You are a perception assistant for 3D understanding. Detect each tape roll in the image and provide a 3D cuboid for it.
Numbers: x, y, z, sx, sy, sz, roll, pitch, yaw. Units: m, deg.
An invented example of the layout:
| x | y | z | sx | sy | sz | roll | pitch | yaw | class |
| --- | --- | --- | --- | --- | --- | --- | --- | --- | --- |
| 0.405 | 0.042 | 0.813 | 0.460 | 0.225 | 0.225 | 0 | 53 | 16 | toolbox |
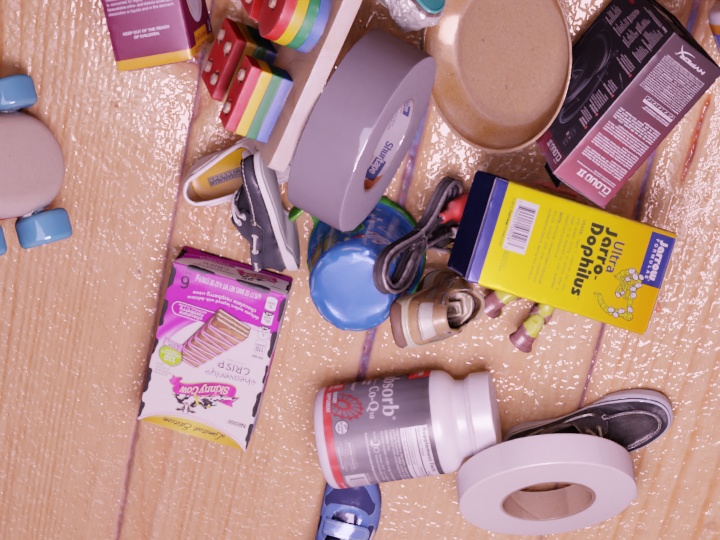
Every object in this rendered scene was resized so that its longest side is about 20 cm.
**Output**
| x | y | z | sx | sy | sz | roll | pitch | yaw | class |
| --- | --- | --- | --- | --- | --- | --- | --- | --- | --- |
| 0.206 | 0.240 | 1.674 | 0.200 | 0.037 | 0.204 | -2 | 148 | -1 | tape roll |
| 0.003 | -0.142 | 1.545 | 0.066 | 0.200 | 0.202 | 27 | 110 | 11 | tape roll |

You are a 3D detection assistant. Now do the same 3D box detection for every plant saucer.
| x | y | z | sx | sy | sz | roll | pitch | yaw | class |
| --- | --- | --- | --- | --- | --- | --- | --- | --- | --- |
| 0.146 | -0.223 | 1.550 | 0.199 | 0.035 | 0.203 | 12 | 107 | 43 | plant saucer |

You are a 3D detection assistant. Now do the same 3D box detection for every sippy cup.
| x | y | z | sx | sy | sz | roll | pitch | yaw | class |
| --- | --- | --- | --- | --- | --- | --- | --- | --- | --- |
| 0.000 | 0.000 | 1.635 | 0.176 | 0.130 | 0.141 | 13 | 109 | 3 | sippy cup |

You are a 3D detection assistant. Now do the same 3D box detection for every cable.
| x | y | z | sx | sy | sz | roll | pitch | yaw | class |
| --- | --- | --- | --- | --- | --- | --- | --- | --- | --- |
| 0.080 | -0.039 | 1.591 | 0.050 | 0.199 | 0.098 | 3 | 107 | 31 | cable |

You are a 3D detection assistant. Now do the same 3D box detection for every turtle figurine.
| x | y | z | sx | sy | sz | roll | pitch | yaw | class |
| --- | --- | --- | --- | --- | --- | --- | --- | --- | --- |
| 0.218 | 0.016 | 1.646 | 0.200 | 0.064 | 0.161 | 43 | 108 | -7 | turtle figurine |

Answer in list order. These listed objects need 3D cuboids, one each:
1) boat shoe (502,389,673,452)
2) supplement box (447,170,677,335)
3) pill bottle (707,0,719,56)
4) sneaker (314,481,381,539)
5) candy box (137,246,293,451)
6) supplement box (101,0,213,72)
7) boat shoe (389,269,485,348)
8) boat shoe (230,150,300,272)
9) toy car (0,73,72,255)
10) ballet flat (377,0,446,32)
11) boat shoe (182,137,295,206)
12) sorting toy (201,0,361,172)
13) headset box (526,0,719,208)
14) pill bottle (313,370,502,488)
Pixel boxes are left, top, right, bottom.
| x | y | z | sx | sy | sz | roll | pitch | yaw | class |
| --- | --- | --- | --- | --- | --- | --- | --- | --- | --- |
| 0.256 | 0.193 | 1.696 | 0.198 | 0.071 | 0.073 | -19 | 105 | 12 | boat shoe |
| 0.204 | -0.019 | 1.550 | 0.198 | 0.109 | 0.111 | 17 | 95 | -8 | supplement box |
| 0.433 | -0.187 | 1.526 | 0.111 | 0.112 | 0.202 | -20 | 105 | 13 | pill bottle |
| -0.022 | 0.325 | 1.772 | 0.073 | 0.082 | 0.202 | 12 | 108 | 4 | sneaker |
| -0.166 | 0.090 | 1.723 | 0.135 | 0.061 | 0.202 | 15 | 110 | 2 | candy box |
| -0.222 | -0.320 | 1.568 | 0.085 | 0.110 | 0.202 | -8 | 107 | 9 | supplement box |
| 0.097 | 0.041 | 1.596 | 0.075 | 0.200 | 0.073 | -10 | 100 | 22 | boat shoe |
| -0.109 | -0.056 | 1.614 | 0.060 | 0.076 | 0.201 | -7 | 145 | 6 | boat shoe |
| -0.446 | -0.100 | 1.671 | 0.198 | 0.176 | 0.187 | -11 | 95 | 41 | toy car |
| 0.013 | -0.331 | 1.559 | 0.071 | 0.072 | 0.201 | -30 | 96 | 16 | ballet flat |
| -0.105 | -0.120 | 1.640 | 0.198 | 0.070 | 0.072 | -19 | 105 | 13 | boat shoe |
| -0.089 | -0.235 | 1.526 | 0.069 | 0.200 | 0.200 | 17 | 112 | -24 | sorting toy |
| 0.252 | -0.172 | 1.528 | 0.077 | 0.149 | 0.201 | 30 | 110 | -24 | headset box |
| 0.054 | 0.174 | 1.693 | 0.197 | 0.116 | 0.117 | -10 | 107 | 10 | pill bottle |
